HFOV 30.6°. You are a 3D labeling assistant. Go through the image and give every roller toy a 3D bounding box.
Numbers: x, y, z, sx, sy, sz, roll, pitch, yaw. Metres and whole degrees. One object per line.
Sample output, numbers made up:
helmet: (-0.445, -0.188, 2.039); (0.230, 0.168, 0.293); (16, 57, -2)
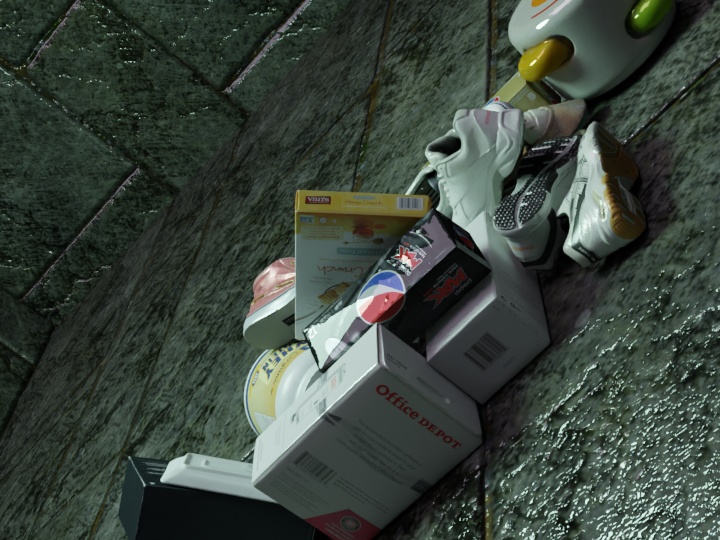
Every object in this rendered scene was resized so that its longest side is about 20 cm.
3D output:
roller toy: (0.277, -0.313, 1.620); (0.200, 0.140, 0.183); (-42, 18, 19)

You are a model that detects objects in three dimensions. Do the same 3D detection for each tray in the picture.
tray: (-0.118, 0.233, 1.467); (0.107, 0.199, 0.022); (-149, 69, -86)

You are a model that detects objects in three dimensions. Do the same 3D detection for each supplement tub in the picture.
supplement tub: (-0.044, 0.152, 1.534); (0.145, 0.144, 0.200); (-56, 17, -13)

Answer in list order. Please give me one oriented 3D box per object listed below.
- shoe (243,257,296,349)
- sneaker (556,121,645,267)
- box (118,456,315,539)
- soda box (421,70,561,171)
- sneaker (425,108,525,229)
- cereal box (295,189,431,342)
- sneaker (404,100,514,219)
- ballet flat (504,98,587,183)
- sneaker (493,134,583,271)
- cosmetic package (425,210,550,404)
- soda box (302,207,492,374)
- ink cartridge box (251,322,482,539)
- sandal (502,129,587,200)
shoe: (-0.055, 0.015, 1.544); (0.200, 0.071, 0.091); (-28, 39, 30)
sneaker: (0.240, -0.082, 1.381); (0.088, 0.076, 0.200); (-42, 19, 30)
box: (-0.163, 0.273, 1.492); (0.141, 0.199, 0.079); (-171, 91, -73)
soda box: (0.164, -0.162, 1.678); (0.200, 0.068, 0.064); (-44, 18, 25)
sneaker: (0.118, -0.113, 1.486); (0.200, 0.099, 0.078); (104, 180, -45)
cereal box: (0.000, 0.000, 1.431); (0.200, 0.143, 0.040); (92, 180, -45)
sneaker: (0.115, -0.114, 1.556); (0.071, 0.073, 0.200); (3, -54, -56)
ballet flat: (0.187, -0.145, 1.593); (0.200, 0.067, 0.068); (-46, 30, 12)
sneaker: (0.208, -0.077, 1.451); (0.074, 0.080, 0.200); (-4, 37, 40)
cosmetic package: (0.131, 0.035, 1.415); (0.108, 0.085, 0.200); (-45, 18, 23)
soda box: (0.036, 0.032, 1.369); (0.200, 0.071, 0.063); (-44, 46, 17)
ink cartridge box: (0.007, 0.174, 1.352); (0.200, 0.146, 0.083); (-44, 21, 21)
sandal: (0.196, -0.091, 1.545); (0.201, 0.057, 0.080); (-53, 17, -1)
